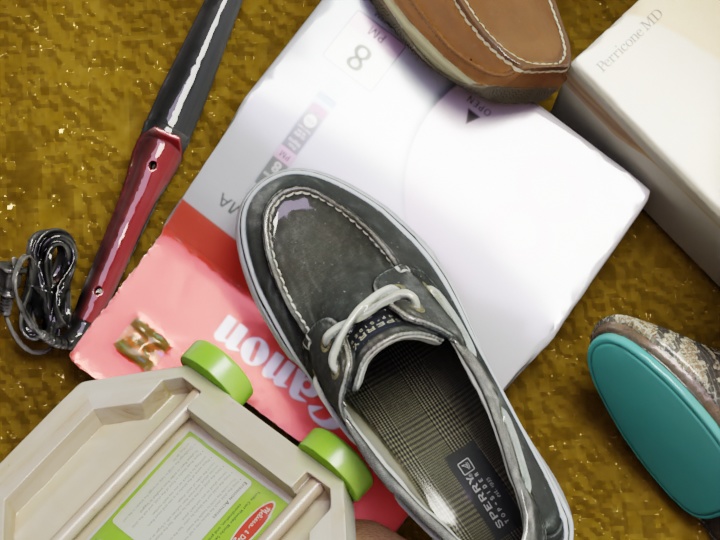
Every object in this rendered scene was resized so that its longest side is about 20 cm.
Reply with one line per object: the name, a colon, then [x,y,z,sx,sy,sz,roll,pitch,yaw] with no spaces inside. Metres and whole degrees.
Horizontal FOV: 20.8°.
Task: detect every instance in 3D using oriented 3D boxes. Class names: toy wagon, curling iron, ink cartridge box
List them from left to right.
curling iron: [-0.094,-0.054,0.839,0.050,0.025,0.201,38,77,-35]
toy wagon: [-0.063,0.121,0.749,0.199,0.040,0.155,33,70,30]
ink cartridge box: [0.000,0.000,0.820,0.162,0.057,0.200,36,75,2]

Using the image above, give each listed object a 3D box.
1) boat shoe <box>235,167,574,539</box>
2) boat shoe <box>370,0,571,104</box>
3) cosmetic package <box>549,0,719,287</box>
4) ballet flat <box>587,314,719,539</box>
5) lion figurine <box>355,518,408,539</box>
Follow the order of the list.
boat shoe: [0.017,0.033,0.752,0.072,0.071,0.200,-38,71,-2]
boat shoe: [0.034,-0.163,0.821,0.075,0.074,0.201,-7,59,-37]
cosmetic package: [0.186,-0.039,0.825,0.105,0.071,0.200,-44,82,-10]
ballet flat: [0.170,0.094,0.807,0.075,0.068,0.201,-30,85,-29]
lion figurine: [0.029,0.141,0.780,0.199,0.073,0.123,22,63,7]
